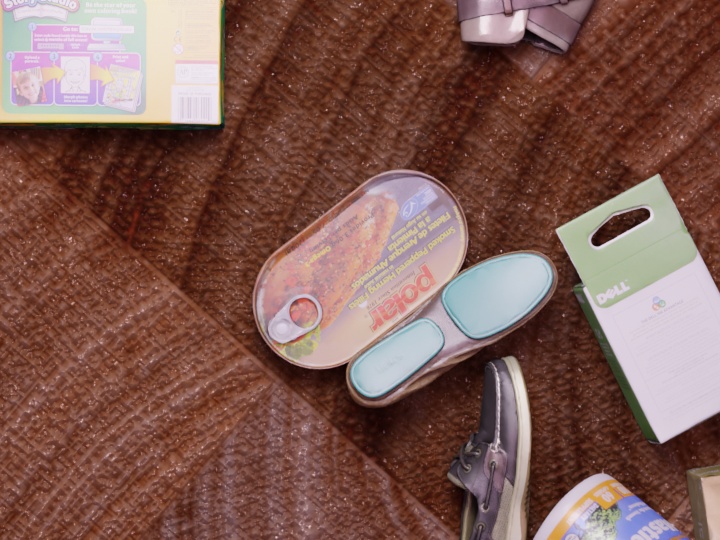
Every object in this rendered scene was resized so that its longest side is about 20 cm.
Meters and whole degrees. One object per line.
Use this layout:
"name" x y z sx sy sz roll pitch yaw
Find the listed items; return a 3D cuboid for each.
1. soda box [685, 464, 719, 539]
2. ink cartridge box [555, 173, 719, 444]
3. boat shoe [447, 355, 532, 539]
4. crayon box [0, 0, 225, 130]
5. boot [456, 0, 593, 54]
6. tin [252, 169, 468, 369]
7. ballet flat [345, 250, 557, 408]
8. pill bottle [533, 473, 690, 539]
"soda box" 0.323 0.264 1.725 0.063 0.068 0.202 -8 90 -3
"ink cartridge box" 0.247 0.033 1.726 0.103 0.059 0.201 -27 91 -3
"boat shoe" 0.106 0.173 1.712 0.065 0.072 0.203 0 94 -8
"crayon box" -0.212 -0.179 1.703 0.198 0.058 0.120 1 89 -3
"boot" 0.104 -0.263 1.717 0.198 0.070 0.148 10 91 -3
"tin" 0.000 0.000 1.725 0.199 0.042 0.112 -37 88 -3
"ballet flat" 0.077 0.053 1.710 0.199 0.072 0.068 -36 74 -3
"pill bottle" 0.239 0.266 1.661 0.200 0.112 0.112 38 88 26
